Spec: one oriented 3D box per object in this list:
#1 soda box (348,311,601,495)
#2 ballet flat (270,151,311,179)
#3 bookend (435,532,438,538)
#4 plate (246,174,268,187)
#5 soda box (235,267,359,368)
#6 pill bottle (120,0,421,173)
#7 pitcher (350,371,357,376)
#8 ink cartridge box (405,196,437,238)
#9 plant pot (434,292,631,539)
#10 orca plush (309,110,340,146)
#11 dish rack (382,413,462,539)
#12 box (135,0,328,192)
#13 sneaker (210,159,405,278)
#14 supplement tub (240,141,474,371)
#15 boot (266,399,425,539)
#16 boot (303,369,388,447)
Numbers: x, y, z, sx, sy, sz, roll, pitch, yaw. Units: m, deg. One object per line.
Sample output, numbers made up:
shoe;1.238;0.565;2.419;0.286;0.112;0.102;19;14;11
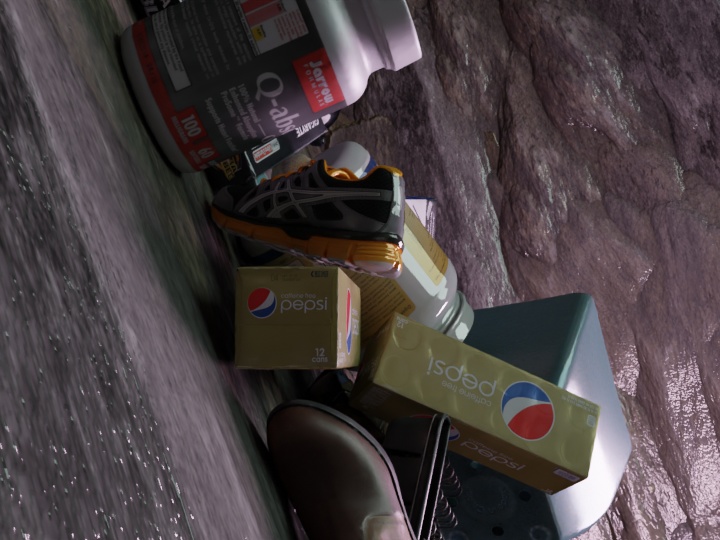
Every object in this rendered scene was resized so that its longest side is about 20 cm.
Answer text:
soda box;0.095;0.112;0.854;0.064;0.198;0.068;-49;-162;59
ballet flat;-0.050;-0.043;1.065;0.202;0.067;0.067;67;8;17
bookend;0.042;0.195;1.216;0.201;0.091;0.200;-110;177;-57
plate;-0.088;-0.026;1.113;0.200;0.025;0.203;-23;91;-89
soda box;-0.039;0.038;0.740;0.200;0.067;0.065;46;43;-84
pill bottle;-0.063;-0.160;0.752;0.116;0.198;0.117;-23;90;-87
pitcher;0.017;0.101;1.445;0.200;0.120;0.174;-132;-149;-62
ink cartridge box;0.044;0.017;1.184;0.094;0.044;0.203;-5;100;-56
plant pot;0.146;0.167;1.016;0.200;0.193;0.199;-56;130;-58
orca plush;-0.038;-0.208;1.113;0.106;0.070;0.201;58;-18;21
dish rack;0.046;0.218;0.839;0.201;0.054;0.155;66;35;-57
box;-0.115;-0.195;0.961;0.201;0.049;0.200;68;25;-11
sneaker;-0.038;-0.048;0.790;0.078;0.198;0.078;15;88;-50
supplement tub;0.000;0.000;0.949;0.201;0.144;0.145;51;7;-15
boot;-0.015;0.192;0.607;0.190;0.068;0.200;64;16;-13
boot;-0.022;0.136;0.890;0.097;0.075;0.200;45;6;7
